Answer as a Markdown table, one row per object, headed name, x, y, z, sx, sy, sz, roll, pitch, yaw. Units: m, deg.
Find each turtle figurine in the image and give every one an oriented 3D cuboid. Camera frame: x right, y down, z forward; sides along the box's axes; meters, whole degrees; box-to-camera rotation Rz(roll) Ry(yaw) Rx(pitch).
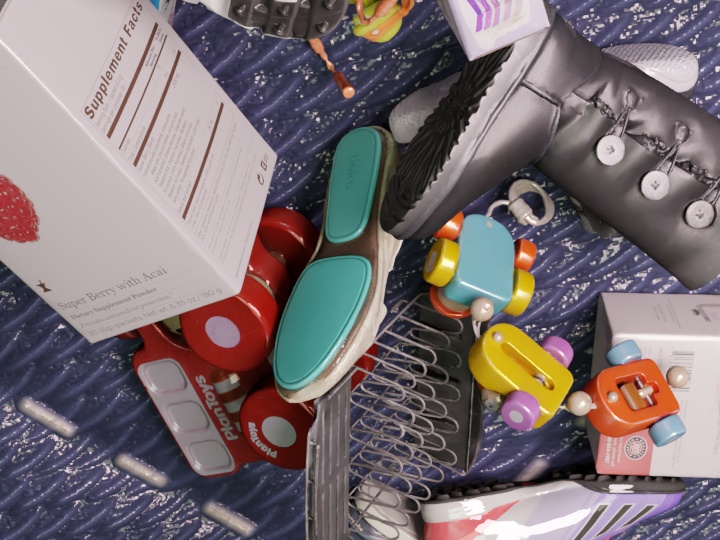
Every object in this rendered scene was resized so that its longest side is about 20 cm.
| name | x | y | z | sx | sy | sz | roll | pitch | yaw |
| --- | --- | --- | --- | --- | --- | --- | --- | --- | --- |
| turtle figurine | -0.017 | -0.195 | 0.694 | 0.064 | 0.200 | 0.162 | -35 | 94 | -13 |

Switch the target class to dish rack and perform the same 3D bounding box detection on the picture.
| name | x | y | z | sx | sy | sz | roll | pitch | yaw |
| --- | --- | --- | --- | --- | --- | --- | --- | --- | --- |
| dish rack | 0.025 | 0.106 | 0.808 | 0.054 | 0.200 | 0.155 | 13 | 119 | 25 |

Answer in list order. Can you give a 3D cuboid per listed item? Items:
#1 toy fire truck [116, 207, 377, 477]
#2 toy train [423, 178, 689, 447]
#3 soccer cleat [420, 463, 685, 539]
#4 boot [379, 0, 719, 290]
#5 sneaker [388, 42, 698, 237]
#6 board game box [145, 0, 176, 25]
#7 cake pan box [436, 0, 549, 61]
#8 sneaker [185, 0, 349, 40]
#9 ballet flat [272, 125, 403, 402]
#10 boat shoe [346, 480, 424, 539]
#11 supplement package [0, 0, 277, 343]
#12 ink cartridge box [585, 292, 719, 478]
| name | x | y | z | sx | sy | sz | roll | pitch | yaw |
| --- | --- | --- | --- | --- | --- | --- | --- | --- | --- |
| toy fire truck | -0.096 | 0.054 | 0.836 | 0.167 | 0.112 | 0.201 | -15 | 115 | 29 |
| toy train | 0.118 | 0.041 | 0.782 | 0.201 | 0.149 | 0.056 | 60 | 140 | 19 |
| soccer cleat | 0.145 | 0.188 | 0.891 | 0.198 | 0.068 | 0.074 | -7 | 89 | -5 |
| boot | 0.134 | -0.046 | 0.724 | 0.199 | 0.066 | 0.165 | 29 | 107 | -22 |
| sneaker | 0.122 | -0.076 | 0.778 | 0.198 | 0.076 | 0.115 | -10 | 112 | 3 |
| board game box | -0.215 | -0.165 | 0.727 | 0.198 | 0.065 | 0.148 | 14 | 137 | -5 |
| cake pan box | 0.031 | -0.231 | 0.620 | 0.052 | 0.201 | 0.185 | -22 | 125 | 6 |
| sneaker | -0.098 | -0.178 | 0.605 | 0.198 | 0.091 | 0.067 | 17 | 126 | -6 |
| ballet flat | 0.000 | 0.000 | 0.764 | 0.067 | 0.201 | 0.062 | -3 | 149 | 36 |
| boat shoe | 0.061 | 0.244 | 0.932 | 0.199 | 0.075 | 0.062 | 37 | 109 | -13 |
| supplement package | -0.159 | -0.075 | 0.676 | 0.121 | 0.120 | 0.200 | -18 | 131 | 29 |
| ink cartridge box | 0.268 | 0.083 | 0.856 | 0.198 | 0.068 | 0.117 | 2 | 116 | 2 |
